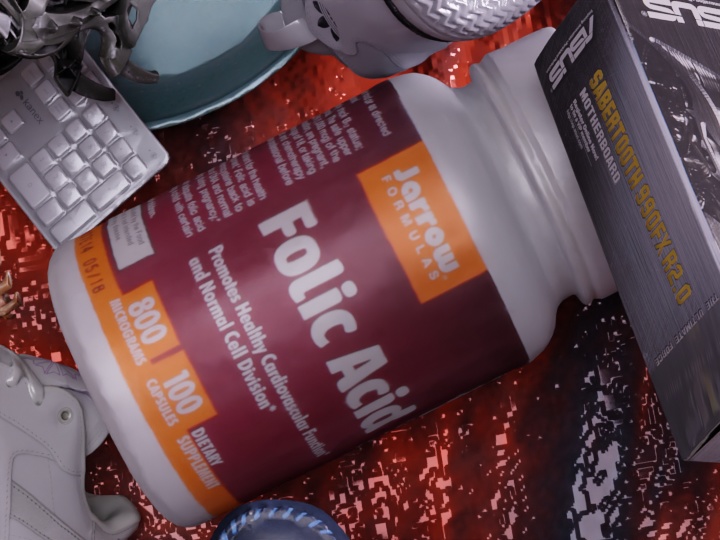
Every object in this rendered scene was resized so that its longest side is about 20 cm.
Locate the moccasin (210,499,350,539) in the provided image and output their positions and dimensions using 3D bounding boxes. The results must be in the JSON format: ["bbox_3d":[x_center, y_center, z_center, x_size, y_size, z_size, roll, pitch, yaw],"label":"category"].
[{"bbox_3d":[-0.020,0.167,0.627,0.080,0.068,0.201,-5,81,8],"label":"moccasin"}]

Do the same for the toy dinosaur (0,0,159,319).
[{"bbox_3d":[-0.149,-0.089,0.746,0.135,0.102,0.201,-16,117,-27],"label":"toy dinosaur"}]

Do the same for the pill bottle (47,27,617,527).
[{"bbox_3d":[0.000,0.000,0.771,0.199,0.114,0.115,-27,80,2],"label":"pill bottle"}]

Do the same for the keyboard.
[{"bbox_3d":[-0.153,-0.099,0.819,0.056,0.011,0.200,-39,80,-1],"label":"keyboard"}]

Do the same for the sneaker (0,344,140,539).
[{"bbox_3d":[-0.150,0.043,0.771,0.099,0.075,0.201,-34,122,-10],"label":"sneaker"}]

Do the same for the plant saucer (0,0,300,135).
[{"bbox_3d":[-0.092,-0.148,0.843,0.199,0.036,0.201,-1,82,5],"label":"plant saucer"}]

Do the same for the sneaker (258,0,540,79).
[{"bbox_3d":[0.049,-0.134,0.782,0.200,0.115,0.075,-37,104,-36],"label":"sneaker"}]

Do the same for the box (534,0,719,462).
[{"bbox_3d":[0.168,-0.011,0.707,0.199,0.048,0.159,7,50,-30],"label":"box"}]
